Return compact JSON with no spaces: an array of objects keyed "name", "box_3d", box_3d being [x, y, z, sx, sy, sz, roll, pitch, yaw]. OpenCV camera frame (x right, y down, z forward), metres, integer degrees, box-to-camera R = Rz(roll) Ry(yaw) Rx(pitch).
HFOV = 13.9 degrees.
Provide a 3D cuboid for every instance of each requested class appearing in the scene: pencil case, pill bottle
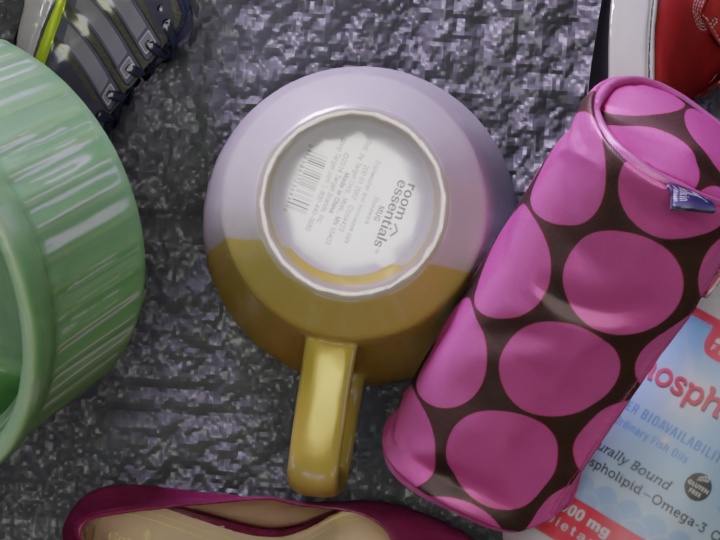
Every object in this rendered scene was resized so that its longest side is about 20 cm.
[{"name":"pencil case","box_3d":[0.091,0.021,1.246,0.094,0.091,0.200,28,121,-6]},{"name":"pill bottle","box_3d":[0.156,0.064,1.332,0.109,0.109,0.200,30,88,3]}]

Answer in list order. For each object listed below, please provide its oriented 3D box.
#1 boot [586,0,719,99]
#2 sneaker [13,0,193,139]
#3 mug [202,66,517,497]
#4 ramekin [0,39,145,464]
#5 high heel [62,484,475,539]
[{"name":"boot","box_3d":[0.178,-0.107,1.322,0.144,0.073,0.200,14,49,0]},{"name":"sneaker","box_3d":[-0.120,-0.100,1.371,0.081,0.074,0.201,6,89,-2]},{"name":"mug","box_3d":[0.006,-0.008,1.319,0.149,0.153,0.187,-23,87,0]},{"name":"ramekin","box_3d":[-0.191,-0.010,1.310,0.200,0.098,0.201,16,120,31]},{"name":"high heel","box_3d":[-0.035,0.134,1.340,0.199,0.096,0.068,2,85,2]}]
